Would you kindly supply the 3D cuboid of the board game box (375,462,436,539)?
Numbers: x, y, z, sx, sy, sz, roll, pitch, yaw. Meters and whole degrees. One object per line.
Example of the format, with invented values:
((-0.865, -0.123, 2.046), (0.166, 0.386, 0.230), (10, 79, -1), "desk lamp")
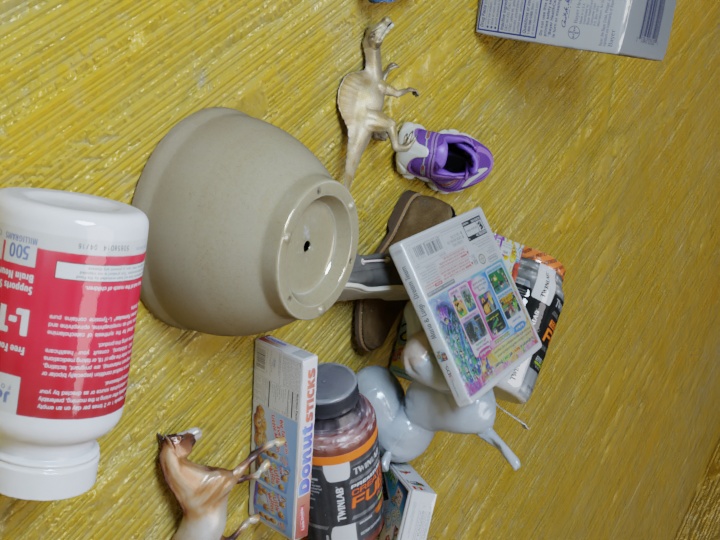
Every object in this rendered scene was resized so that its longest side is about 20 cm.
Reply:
((0.033, 0.290, 1.161), (0.200, 0.034, 0.129), (-153, -104, -76), "board game box")

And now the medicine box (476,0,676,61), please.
((0.276, -0.334, 1.250), (0.181, 0.197, 0.105), (-13, 117, -55), "medicine box")

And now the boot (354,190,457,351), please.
((0.054, 0.005, 1.157), (0.074, 0.074, 0.203), (40, 70, -58), "boot")

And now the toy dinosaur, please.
((0.009, -0.162, 1.050), (0.100, 0.058, 0.204), (20, 78, -44), "toy dinosaur")

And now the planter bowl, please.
((-0.086, -0.031, 0.859), (0.199, 0.133, 0.204), (-29, 127, -49), "planter bowl")

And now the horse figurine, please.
((-0.140, 0.240, 0.960), (0.131, 0.050, 0.204), (-10, 118, -43), "horse figurine")

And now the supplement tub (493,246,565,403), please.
((0.215, 0.075, 1.402), (0.122, 0.121, 0.203), (40, 69, -56), "supplement tub")

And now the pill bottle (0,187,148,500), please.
((-0.217, 0.050, 0.700), (0.111, 0.111, 0.204), (-3, 105, -57), "pill bottle")

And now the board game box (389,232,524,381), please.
((0.125, 0.049, 1.261), (0.104, 0.101, 0.204), (13, 92, -58), "board game box")

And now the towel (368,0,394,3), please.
((0.036, -0.378, 0.991), (0.111, 0.048, 0.204), (-30, 128, -50), "towel")

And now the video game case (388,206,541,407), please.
((0.122, 0.034, 1.100), (0.199, 0.023, 0.185), (-24, 90, -55), "video game case")

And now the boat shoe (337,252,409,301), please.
((0.000, 0.000, 1.067), (0.197, 0.066, 0.058), (3, 74, -41), "boat shoe")

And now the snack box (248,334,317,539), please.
((-0.081, 0.173, 1.011), (0.024, 0.071, 0.204), (-16, 117, -47), "snack box")

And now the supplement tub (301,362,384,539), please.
((-0.030, 0.203, 1.074), (0.107, 0.105, 0.203), (-39, 134, -43), "supplement tub")

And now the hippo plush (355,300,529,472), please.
((0.076, 0.143, 1.147), (0.201, 0.160, 0.160), (50, 29, -9), "hippo plush")

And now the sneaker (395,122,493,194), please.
((0.116, -0.128, 1.193), (0.199, 0.082, 0.082), (-5, 107, -58), "sneaker")
